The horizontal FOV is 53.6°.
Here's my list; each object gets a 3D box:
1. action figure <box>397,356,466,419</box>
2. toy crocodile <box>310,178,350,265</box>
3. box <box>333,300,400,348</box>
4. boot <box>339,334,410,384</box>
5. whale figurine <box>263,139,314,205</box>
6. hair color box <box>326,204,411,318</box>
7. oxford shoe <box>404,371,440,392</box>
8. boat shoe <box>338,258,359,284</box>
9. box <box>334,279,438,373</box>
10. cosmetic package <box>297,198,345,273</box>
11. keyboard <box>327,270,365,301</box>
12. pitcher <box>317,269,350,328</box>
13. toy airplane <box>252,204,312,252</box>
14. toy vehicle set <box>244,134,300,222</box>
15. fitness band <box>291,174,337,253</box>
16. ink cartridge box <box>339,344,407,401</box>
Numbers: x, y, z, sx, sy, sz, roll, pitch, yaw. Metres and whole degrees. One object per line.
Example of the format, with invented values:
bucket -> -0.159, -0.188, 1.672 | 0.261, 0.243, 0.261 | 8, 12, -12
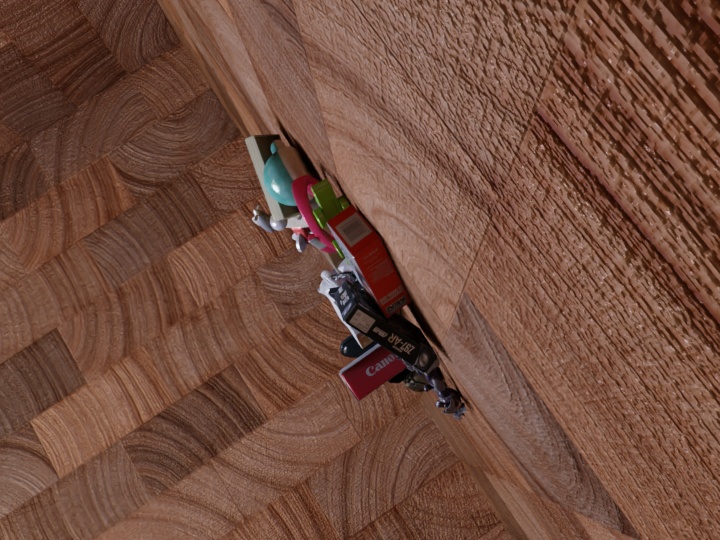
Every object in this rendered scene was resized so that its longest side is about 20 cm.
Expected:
action figure -> 0.168, 0.252, 1.555 | 0.200, 0.069, 0.130 | 55, 172, -17
toy crocodile -> -0.041, -0.090, 1.370 | 0.200, 0.067, 0.062 | 59, 175, -35
box -> 0.021, 0.100, 1.704 | 0.098, 0.124, 0.200 | 55, 176, 15
boot -> 0.056, 0.233, 1.884 | 0.163, 0.197, 0.074 | -113, 19, -54
whale figurine -> -0.166, -0.216, 1.606 | 0.160, 0.103, 0.200 | 58, -177, -24
hair color box -> 0.017, -0.013, 1.319 | 0.111, 0.064, 0.200 | 52, 175, 41
oxford shoe -> 0.150, 0.263, 1.738 | 0.073, 0.084, 0.200 | 57, 174, 20
boat shoe -> 0.000, 0.000, 1.565 | 0.068, 0.072, 0.200 | 44, 171, -7
box -> 0.047, 0.108, 1.412 | 0.199, 0.044, 0.160 | 34, -172, -17
cosmetic package -> -0.074, -0.090, 1.714 | 0.105, 0.071, 0.200 | 54, 175, 36
keyboard -> -0.004, 0.043, 1.505 | 0.127, 0.021, 0.199 | 46, 148, -24
pitcher -> -0.023, 0.077, 1.872 | 0.200, 0.121, 0.172 | 41, 177, 10
toy airplane -> -0.181, -0.134, 1.834 | 0.199, 0.141, 0.200 | 40, 132, 5
toy vehicle set -> -0.195, -0.219, 1.667 | 0.124, 0.026, 0.201 | -25, -84, -65
fitness band -> -0.080, -0.113, 1.440 | 0.200, 0.037, 0.145 | 33, -138, -66
ink cartridge box -> 0.052, 0.216, 1.677 | 0.084, 0.199, 0.176 | 55, 177, 4
